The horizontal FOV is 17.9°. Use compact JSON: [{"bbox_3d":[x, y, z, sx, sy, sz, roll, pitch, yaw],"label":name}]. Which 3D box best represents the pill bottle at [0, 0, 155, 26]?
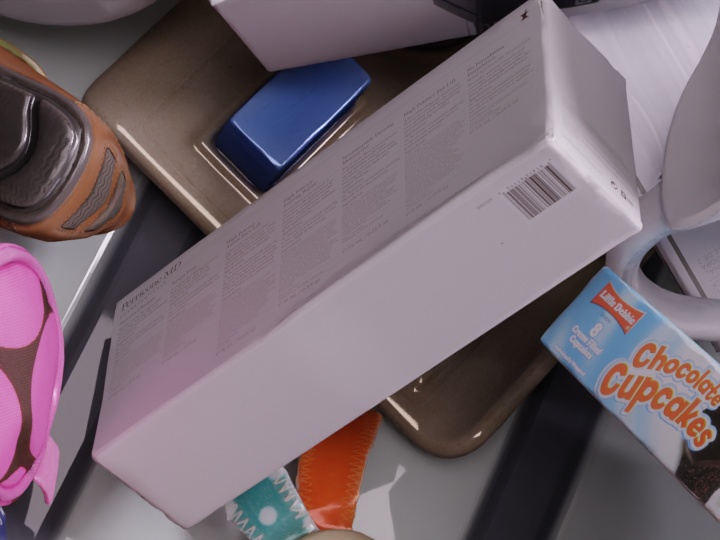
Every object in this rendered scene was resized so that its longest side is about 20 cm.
[{"bbox_3d":[-0.104,-0.201,0.845,0.110,0.112,0.202,12,58,-8],"label":"pill bottle"}]

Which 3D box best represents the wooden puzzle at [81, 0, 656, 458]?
[{"bbox_3d":[0.024,-0.059,0.866,0.200,0.046,0.185,43,67,4],"label":"wooden puzzle"}]

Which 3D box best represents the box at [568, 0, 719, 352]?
[{"bbox_3d":[0.128,-0.083,0.829,0.116,0.060,0.201,-31,85,4],"label":"box"}]

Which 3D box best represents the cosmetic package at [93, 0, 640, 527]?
[{"bbox_3d":[0.000,0.000,0.761,0.051,0.199,0.083,40,30,-29],"label":"cosmetic package"}]

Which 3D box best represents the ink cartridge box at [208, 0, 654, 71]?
[{"bbox_3d":[0.045,-0.162,0.768,0.198,0.084,0.147,-9,75,11],"label":"ink cartridge box"}]

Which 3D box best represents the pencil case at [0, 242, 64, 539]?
[{"bbox_3d":[-0.197,0.038,0.744,0.198,0.094,0.091,2,56,17],"label":"pencil case"}]

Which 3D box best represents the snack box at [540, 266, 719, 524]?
[{"bbox_3d":[0.143,0.083,0.701,0.037,0.200,0.116,-47,126,3],"label":"snack box"}]

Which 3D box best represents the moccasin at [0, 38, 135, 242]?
[{"bbox_3d":[-0.166,-0.073,0.821,0.200,0.078,0.074,25,85,16],"label":"moccasin"}]

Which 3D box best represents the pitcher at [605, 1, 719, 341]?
[{"bbox_3d":[0.189,-0.024,0.737,0.198,0.172,0.122,12,51,-8],"label":"pitcher"}]

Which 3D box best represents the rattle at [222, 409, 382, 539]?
[{"bbox_3d":[-0.023,0.129,0.757,0.129,0.143,0.202,14,76,12],"label":"rattle"}]
